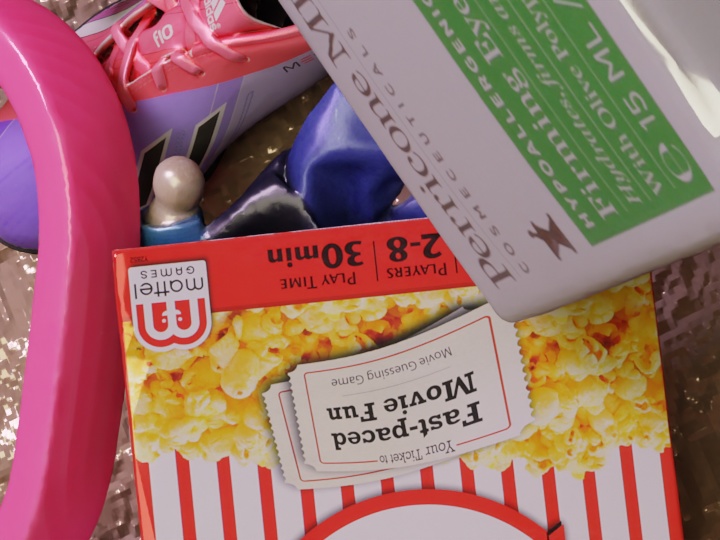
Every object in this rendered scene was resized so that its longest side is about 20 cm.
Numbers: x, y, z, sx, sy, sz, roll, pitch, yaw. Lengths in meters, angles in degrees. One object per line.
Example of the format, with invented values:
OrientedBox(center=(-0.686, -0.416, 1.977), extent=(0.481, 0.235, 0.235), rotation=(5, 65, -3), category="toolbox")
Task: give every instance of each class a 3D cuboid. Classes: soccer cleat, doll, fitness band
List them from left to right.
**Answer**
OrientedBox(center=(-0.129, 0.009, 0.931), extent=(0.144, 0.037, 0.200), rotation=(20, 109, 42), category="fitness band")
OrientedBox(center=(-0.048, -0.071, 0.918), extent=(0.200, 0.073, 0.068), rotation=(-30, 79, 17), category="soccer cleat")
OrientedBox(center=(0.000, 0.000, 0.902), extent=(0.136, 0.048, 0.200), rotation=(39, 112, -13), category="doll")

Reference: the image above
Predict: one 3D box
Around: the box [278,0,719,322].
OrientedBox(center=(0.083, -0.129, 0.762), extent=(0.200, 0.171, 0.199), rotation=(-36, 93, -20), category="box")

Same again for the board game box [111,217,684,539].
OrientedBox(center=(0.015, 0.087, 0.836), extent=(0.151, 0.046, 0.200), rotation=(-7, 82, -2), category="board game box")
